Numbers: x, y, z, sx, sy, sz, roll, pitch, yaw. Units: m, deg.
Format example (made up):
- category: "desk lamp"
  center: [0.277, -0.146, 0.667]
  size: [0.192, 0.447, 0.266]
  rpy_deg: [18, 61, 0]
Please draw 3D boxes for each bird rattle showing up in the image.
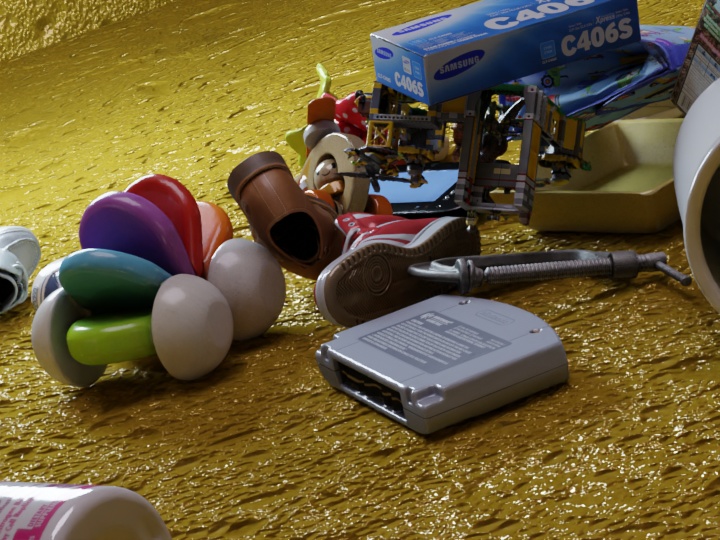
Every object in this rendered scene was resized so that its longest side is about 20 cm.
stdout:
- category: "bird rattle"
  center: [0.015, -0.147, 2.217]
  size: [0.162, 0.114, 0.200]
  rpy_deg: [9, 0, -21]

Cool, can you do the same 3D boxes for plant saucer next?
- category: "plant saucer"
  center: [0.236, -0.078, 1.890]
  size: [0.199, 0.049, 0.199]
  rpy_deg: [-26, 19, -39]

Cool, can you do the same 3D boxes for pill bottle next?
- category: "pill bottle"
  center: [-0.212, 0.179, 1.270]
  size: [0.199, 0.114, 0.113]
  rpy_deg: [-3, 19, 37]

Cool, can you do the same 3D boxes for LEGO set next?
- category: "LEGO set"
  center: [0.086, -0.082, 1.801]
  size: [0.198, 0.117, 0.154]
  rpy_deg: [6, -10, 13]

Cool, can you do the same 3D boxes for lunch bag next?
- category: "lunch bag"
  center: [0.232, -0.177, 1.878]
  size: [0.199, 0.095, 0.150]
  rpy_deg: [-11, 0, 40]

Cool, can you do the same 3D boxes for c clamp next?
- category: "c clamp"
  center: [0.138, -0.004, 1.696]
  size: [0.198, 0.027, 0.171]
  rpy_deg: [-4, 8, -5]

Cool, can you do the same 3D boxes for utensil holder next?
- category: "utensil holder"
  center: [0.300, -0.055, 1.525]
  size: [0.168, 0.172, 0.200]
  rpy_deg: [-12, 14, 7]

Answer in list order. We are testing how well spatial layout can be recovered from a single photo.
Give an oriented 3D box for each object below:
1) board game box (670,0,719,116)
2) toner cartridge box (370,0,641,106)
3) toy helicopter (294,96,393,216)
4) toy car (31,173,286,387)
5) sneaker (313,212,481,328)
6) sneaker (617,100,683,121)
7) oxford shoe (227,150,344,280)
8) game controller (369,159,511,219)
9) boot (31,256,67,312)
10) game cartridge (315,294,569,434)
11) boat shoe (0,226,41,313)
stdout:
- category: "board game box"
  center: [0.348, -0.165, 1.709]
  size: [0.096, 0.201, 0.160]
  rpy_deg: [-22, 58, -28]
- category: "toner cartridge box"
  center: [0.117, -0.188, 1.771]
  size: [0.198, 0.044, 0.095]
  rpy_deg: [-19, 23, -22]
- category: "toy helicopter"
  center: [-0.049, -0.081, 2.025]
  size: [0.078, 0.134, 0.199]
  rpy_deg: [2, -9, -30]
- category: "toy car"
  center: [-0.171, 0.002, 1.782]
  size: [0.174, 0.151, 0.200]
  rpy_deg: [-4, 18, 32]
- category: "sneaker"
  center: [0.000, 0.000, 1.785]
  size: [0.112, 0.072, 0.199]
  rpy_deg: [3, 15, 37]
- category: "sneaker"
  center: [0.300, -0.188, 2.151]
  size: [0.198, 0.083, 0.075]
  rpy_deg: [-9, 16, 20]
- category: "oxford shoe"
  center: [-0.051, -0.025, 1.835]
  size: [0.071, 0.072, 0.200]
  rpy_deg: [-36, -27, 5]
- category: "game controller"
  center: [0.046, -0.070, 2.046]
  size: [0.199, 0.042, 0.104]
  rpy_deg: [-2, 20, 41]
- category: "boot"
  center: [-0.200, -0.004, 2.010]
  size: [0.090, 0.073, 0.200]
  rpy_deg: [9, 35, 41]
- category: "game cartridge"
  center: [0.063, 0.063, 1.578]
  size: [0.132, 0.041, 0.200]
  rpy_deg: [-23, 17, -17]
- category: "boat shoe"
  center: [-0.349, 0.019, 2.065]
  size: [0.071, 0.071, 0.201]
  rpy_deg: [6, 28, 27]
